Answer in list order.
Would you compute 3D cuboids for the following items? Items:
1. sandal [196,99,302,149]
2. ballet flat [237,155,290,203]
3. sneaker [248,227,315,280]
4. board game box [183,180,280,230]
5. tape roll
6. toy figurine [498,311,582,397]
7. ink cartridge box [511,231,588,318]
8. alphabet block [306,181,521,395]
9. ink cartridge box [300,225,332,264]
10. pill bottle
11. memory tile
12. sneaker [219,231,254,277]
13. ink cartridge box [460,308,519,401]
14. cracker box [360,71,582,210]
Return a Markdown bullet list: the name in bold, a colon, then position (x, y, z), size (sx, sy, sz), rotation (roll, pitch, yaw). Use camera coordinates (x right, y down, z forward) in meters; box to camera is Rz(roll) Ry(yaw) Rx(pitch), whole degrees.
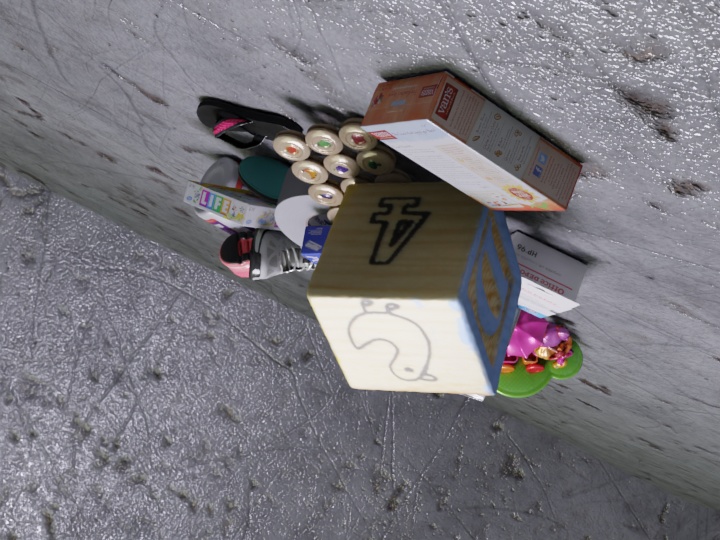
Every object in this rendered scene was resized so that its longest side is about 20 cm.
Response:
- **sandal**: position (-0.164, -0.195, 1.624), size (0.198, 0.046, 0.075), rotation (16, 168, 41)
- **ballet flat**: position (-0.099, -0.119, 1.808), size (0.198, 0.068, 0.064), rotation (20, 161, 20)
- **sneaker**: position (-0.100, -0.028, 1.796), size (0.113, 0.077, 0.201), rotation (8, -165, 9)
- **board game box**: position (-0.158, -0.095, 1.816), size (0.133, 0.035, 0.199), rotation (22, -170, 35)
- **tape roll**: position (-0.020, -0.082, 1.669), size (0.197, 0.067, 0.201), rotation (14, 156, 6)
- **toy figurine**: position (0.311, 0.130, 2.068), size (0.196, 0.153, 0.184), rotation (2, 160, 0)
- **ink cartridge box**: position (0.243, 0.006, 1.647), size (0.115, 0.069, 0.200), rotation (25, 171, -4)
- **alphabet block**: position (0.074, 0.020, 1.460), size (0.197, 0.198, 0.197), rotation (0, 136, 24)
- **ink cartridge box**: position (0.005, -0.008, 1.655), size (0.093, 0.045, 0.200), rotation (-1, 159, 29)
- **pill bottle**: position (-0.175, -0.099, 1.993), size (0.199, 0.113, 0.111), rotation (30, 169, -33)
- **memory tile**: position (-0.012, -0.119, 1.500), size (0.151, 0.017, 0.200), rotation (-4, 145, 30)
- **sneaker**: position (-0.131, -0.033, 1.949), size (0.197, 0.075, 0.087), rotation (-9, 150, 6)
- **ink cartridge box**: position (0.191, 0.096, 1.816), size (0.082, 0.147, 0.200), rotation (21, -162, 9)
- **cracker box**: position (0.116, -0.131, 1.228), size (0.198, 0.058, 0.133), rotation (28, 169, -29)
